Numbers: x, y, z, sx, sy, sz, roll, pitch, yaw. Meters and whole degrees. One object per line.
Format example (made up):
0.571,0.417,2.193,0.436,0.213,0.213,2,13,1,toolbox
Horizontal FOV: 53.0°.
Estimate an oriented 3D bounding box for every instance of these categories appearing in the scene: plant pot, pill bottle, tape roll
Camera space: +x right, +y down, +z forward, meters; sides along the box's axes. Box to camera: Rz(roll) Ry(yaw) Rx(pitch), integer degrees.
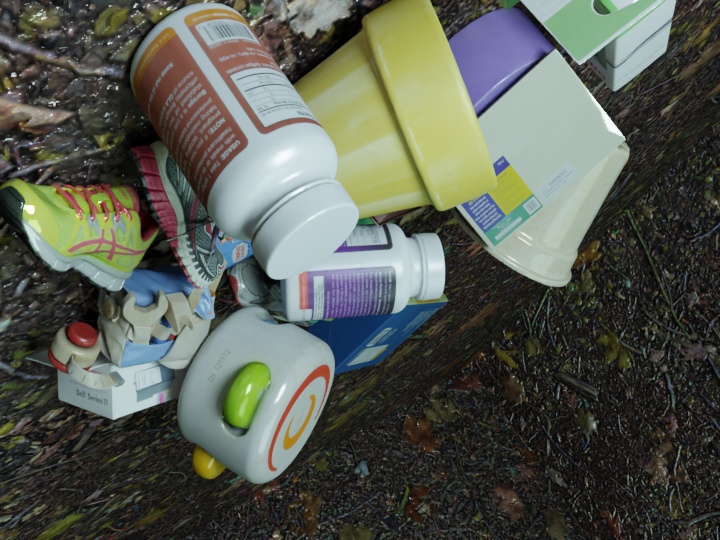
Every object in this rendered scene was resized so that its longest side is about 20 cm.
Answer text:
0.243,-0.116,0.940,0.199,0.200,0.185,-11,139,-54,plant pot
-0.088,-0.099,0.564,0.111,0.202,0.113,-31,162,-11,pill bottle
0.000,0.000,0.894,0.195,0.114,0.112,-3,155,-10,pill bottle
0.157,-0.224,0.917,0.198,0.086,0.201,-34,163,-12,tape roll
0.013,-0.137,0.707,0.186,0.205,0.201,-23,165,10,plant pot

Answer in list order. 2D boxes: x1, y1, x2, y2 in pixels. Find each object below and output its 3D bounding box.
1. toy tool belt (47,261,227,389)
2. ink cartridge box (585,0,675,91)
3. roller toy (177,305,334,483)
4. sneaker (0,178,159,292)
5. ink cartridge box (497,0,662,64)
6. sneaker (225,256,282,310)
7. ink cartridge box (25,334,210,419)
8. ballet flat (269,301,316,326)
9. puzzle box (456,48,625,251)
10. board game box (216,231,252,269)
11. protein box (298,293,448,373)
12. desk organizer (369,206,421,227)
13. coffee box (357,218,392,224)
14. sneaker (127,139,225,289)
-0.232,0.037,0.781,0.124,0.125,0.199,-57,158,21,toy tool belt
0.273,-0.312,0.812,0.084,0.147,0.200,-38,162,10,ink cartridge box
-0.129,0.148,0.879,0.182,0.138,0.203,-45,154,-47,roller toy
-0.241,-0.048,0.634,0.090,0.078,0.200,-44,169,-2,sneaker
0.180,-0.280,0.620,0.144,0.202,0.048,-36,163,4,ink cartridge box
-0.101,0.001,0.977,0.081,0.079,0.198,-30,170,35,sneaker
-0.285,0.122,0.875,0.115,0.069,0.198,7,-169,36,ink cartridge box
-0.117,0.046,1.133,0.071,0.073,0.200,-35,163,-1,ballet flat
0.188,-0.137,0.844,0.199,0.133,0.025,-40,-172,14,puzzle box
-0.096,-0.085,0.859,0.198,0.037,0.152,-31,162,-22,board game box
0.018,0.067,1.301,0.198,0.136,0.199,-43,161,21,protein box
0.054,-0.121,0.929,0.077,0.072,0.200,-45,174,22,desk organizer
-0.016,-0.052,1.088,0.121,0.044,0.201,-24,158,-33,coffee box
-0.160,-0.052,0.710,0.073,0.081,0.201,-25,153,-12,sneaker
